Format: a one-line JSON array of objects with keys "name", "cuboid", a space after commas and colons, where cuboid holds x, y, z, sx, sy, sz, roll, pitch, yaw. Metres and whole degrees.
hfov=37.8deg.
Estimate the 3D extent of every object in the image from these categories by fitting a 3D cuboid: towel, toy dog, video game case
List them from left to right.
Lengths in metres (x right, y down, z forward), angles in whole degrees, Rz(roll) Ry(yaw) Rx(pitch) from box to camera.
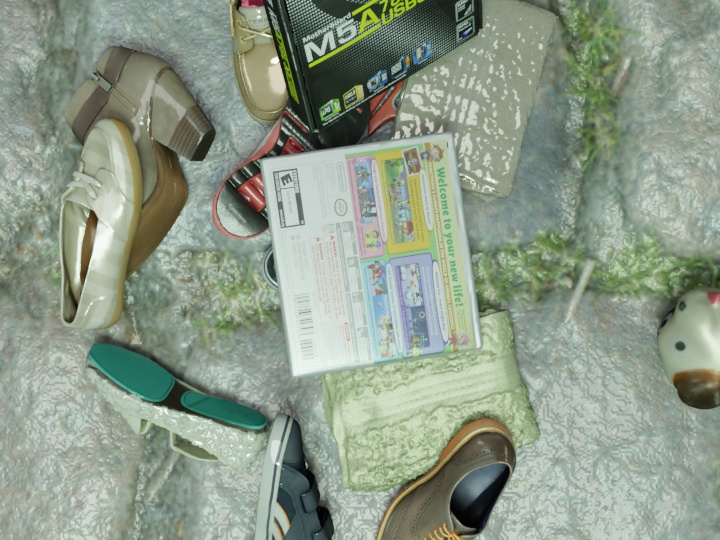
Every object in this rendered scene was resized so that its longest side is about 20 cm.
[{"name": "video game case", "cuboid": [0.011, -0.014, 0.962, 0.179, 0.022, 0.203, -8, 91, -3]}, {"name": "towel", "cuboid": [0.064, 0.125, 1.009, 0.197, 0.036, 0.151, -15, 86, 2]}, {"name": "towel", "cuboid": [0.108, -0.177, 1.027, 0.131, 0.034, 0.203, 17, 85, -4]}, {"name": "toy dog", "cuboid": [0.371, 0.056, 0.956, 0.197, 0.195, 0.141, -6, 48, 6]}]

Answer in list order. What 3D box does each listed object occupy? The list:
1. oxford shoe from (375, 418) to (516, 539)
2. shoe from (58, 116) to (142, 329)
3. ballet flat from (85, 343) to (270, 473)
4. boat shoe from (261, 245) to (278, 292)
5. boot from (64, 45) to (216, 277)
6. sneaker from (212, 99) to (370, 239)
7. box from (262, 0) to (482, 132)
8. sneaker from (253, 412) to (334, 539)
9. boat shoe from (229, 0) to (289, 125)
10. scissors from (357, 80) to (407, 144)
[{"name": "oxford shoe", "cuboid": [0.072, 0.229, 0.965, 0.071, 0.073, 0.201, 29, 105, -11]}, {"name": "shoe", "cuboid": [-0.247, -0.041, 0.979, 0.069, 0.053, 0.203, 13, 101, 36]}, {"name": "ballet flat", "cuboid": [-0.183, 0.140, 1.011, 0.198, 0.072, 0.073, 24, 87, 5]}, {"name": "boat shoe", "cuboid": [0.000, 0.000, 1.007, 0.197, 0.068, 0.073, 8, 86, 4]}, {"name": "boot", "cuboid": [-0.236, -0.114, 1.038, 0.145, 0.070, 0.201, 35, 95, 15]}, {"name": "sneaker", "cuboid": [-0.075, -0.110, 1.016, 0.200, 0.087, 0.074, -45, 101, -15]}, {"name": "box", "cuboid": [0.015, -0.237, 0.907, 0.199, 0.194, 0.048, -33, 62, -12]}, {"name": "sneaker", "cuboid": [-0.060, 0.232, 0.981, 0.078, 0.079, 0.203, 8, 105, 1]}, {"name": "boat shoe", "cuboid": [-0.099, -0.247, 1.033, 0.073, 0.069, 0.203, -6, 85, 3]}, {"name": "scissors", "cuboid": [0.004, -0.135, 1.045, 0.073, 0.014, 0.202, 29, 86, 3]}]
